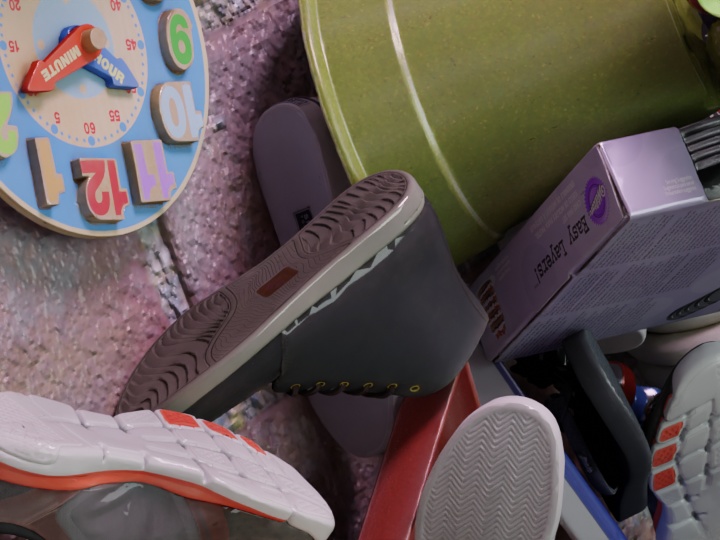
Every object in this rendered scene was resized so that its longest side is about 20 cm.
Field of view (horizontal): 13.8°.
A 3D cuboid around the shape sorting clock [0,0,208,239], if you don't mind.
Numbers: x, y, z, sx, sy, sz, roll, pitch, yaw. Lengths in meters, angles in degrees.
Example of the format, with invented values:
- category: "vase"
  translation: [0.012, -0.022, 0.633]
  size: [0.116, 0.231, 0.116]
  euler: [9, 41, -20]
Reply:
- category: "shape sorting clock"
  translation: [-0.146, -0.115, 1.512]
  size: [0.200, 0.039, 0.201]
  euler: [13, 73, -49]

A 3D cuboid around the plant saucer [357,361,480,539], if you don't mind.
- category: "plant saucer"
  translation: [0.031, 0.178, 1.619]
  size: [0.200, 0.037, 0.200]
  euler: [71, 32, -54]

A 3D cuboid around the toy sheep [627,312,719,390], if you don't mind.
- category: "toy sheep"
  translation: [0.225, 0.027, 1.866]
  size: [0.138, 0.137, 0.201]
  euler: [-44, 114, -45]

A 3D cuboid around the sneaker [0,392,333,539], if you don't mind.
- category: "sneaker"
  translation: [-0.112, 0.117, 1.451]
  size: [0.199, 0.077, 0.082]
  euler: [14, 108, -23]

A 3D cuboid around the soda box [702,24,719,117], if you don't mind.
- category: "soda box"
  translation: [0.236, -0.109, 1.865]
  size: [0.063, 0.071, 0.200]
  euler: [7, 37, -50]

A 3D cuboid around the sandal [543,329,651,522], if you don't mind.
- category: "sandal"
  translation: [0.134, 0.100, 1.701]
  size: [0.200, 0.043, 0.076]
  euler: [73, -8, -62]

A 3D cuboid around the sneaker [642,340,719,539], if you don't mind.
- category: "sneaker"
  translation: [0.190, 0.095, 1.768]
  size: [0.200, 0.077, 0.082]
  euler: [90, -19, -52]

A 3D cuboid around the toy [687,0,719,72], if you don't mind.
- category: "toy"
  translation: [0.197, -0.142, 1.577]
  size: [0.200, 0.047, 0.116]
  euler: [6, 67, -80]

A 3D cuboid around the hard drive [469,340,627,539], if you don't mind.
- category: "hard drive"
  translation: [0.122, 0.131, 1.714]
  size: [0.200, 0.025, 0.132]
  euler: [53, 2, -41]

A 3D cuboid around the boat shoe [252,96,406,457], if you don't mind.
- category: "boat shoe"
  translation: [0.000, 0.000, 1.639]
  size: [0.065, 0.073, 0.201]
  euler: [-15, 95, -46]

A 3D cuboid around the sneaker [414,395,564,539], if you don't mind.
- category: "sneaker"
  translation: [0.074, 0.142, 1.578]
  size: [0.116, 0.073, 0.201]
  euler: [-47, 151, -64]

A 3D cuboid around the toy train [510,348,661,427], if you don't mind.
- category: "toy train"
  translation: [0.142, 0.067, 1.785]
  size: [0.200, 0.046, 0.034]
  euler: [33, 56, -62]

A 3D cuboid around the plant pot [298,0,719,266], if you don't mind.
- category: "plant pot"
  translation: [0.092, -0.113, 1.629]
  size: [0.200, 0.189, 0.201]
  euler: [-19, 90, -74]

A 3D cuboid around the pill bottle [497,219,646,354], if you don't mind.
- category: "pill bottle"
  translation: [0.138, -0.057, 1.789]
  size: [0.111, 0.111, 0.201]
  euler: [26, 64, -45]

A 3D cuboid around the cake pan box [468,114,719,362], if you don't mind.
- category: "cake pan box"
  translation: [0.175, -0.023, 1.627]
  size: [0.183, 0.200, 0.052]
  euler: [-14, 71, -26]

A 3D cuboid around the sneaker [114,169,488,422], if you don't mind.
- category: "sneaker"
  translation: [-0.025, 0.049, 1.542]
  size: [0.200, 0.075, 0.106]
  euler: [-38, 116, -8]
